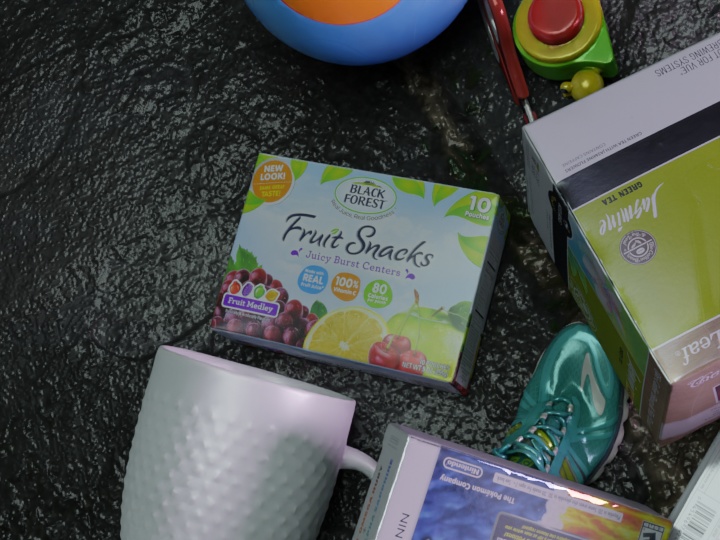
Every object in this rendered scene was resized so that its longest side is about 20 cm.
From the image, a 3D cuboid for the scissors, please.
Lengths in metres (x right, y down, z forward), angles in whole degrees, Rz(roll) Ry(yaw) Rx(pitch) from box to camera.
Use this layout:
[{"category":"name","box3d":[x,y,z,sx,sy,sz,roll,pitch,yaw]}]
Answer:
[{"category":"scissors","box3d":[0.124,-0.125,1.044,0.014,0.073,0.202,-20,93,-1]}]

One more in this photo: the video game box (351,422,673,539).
[{"category":"video game box","box3d":[0.081,0.214,0.879,0.198,0.047,0.185,19,91,-17]}]

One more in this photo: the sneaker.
[{"category":"sneaker","box3d":[0.124,0.129,0.941,0.077,0.080,0.202,21,82,23]}]

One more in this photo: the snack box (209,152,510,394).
[{"category":"snack box","box3d":[0.000,0.000,1.036,0.197,0.053,0.144,11,77,22]}]

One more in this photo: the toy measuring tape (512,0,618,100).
[{"category":"toy measuring tape","box3d":[0.141,-0.213,1.041,0.073,0.074,0.203,-16,70,14]}]

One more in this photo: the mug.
[{"category":"mug","box3d":[-0.071,0.165,0.977,0.197,0.148,0.178,16,88,-8]}]

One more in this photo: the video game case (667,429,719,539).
[{"category":"video game case","box3d":[0.302,0.171,0.899,0.181,0.024,0.201,30,86,24]}]

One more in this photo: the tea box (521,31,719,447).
[{"category":"tea box","box3d":[0.235,-0.029,0.896,0.198,0.134,0.198,-25,65,-2]}]

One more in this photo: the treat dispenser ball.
[{"category":"treat dispenser ball","box3d":[-0.003,-0.255,1.031,0.198,0.201,0.204,-5,73,18]}]
